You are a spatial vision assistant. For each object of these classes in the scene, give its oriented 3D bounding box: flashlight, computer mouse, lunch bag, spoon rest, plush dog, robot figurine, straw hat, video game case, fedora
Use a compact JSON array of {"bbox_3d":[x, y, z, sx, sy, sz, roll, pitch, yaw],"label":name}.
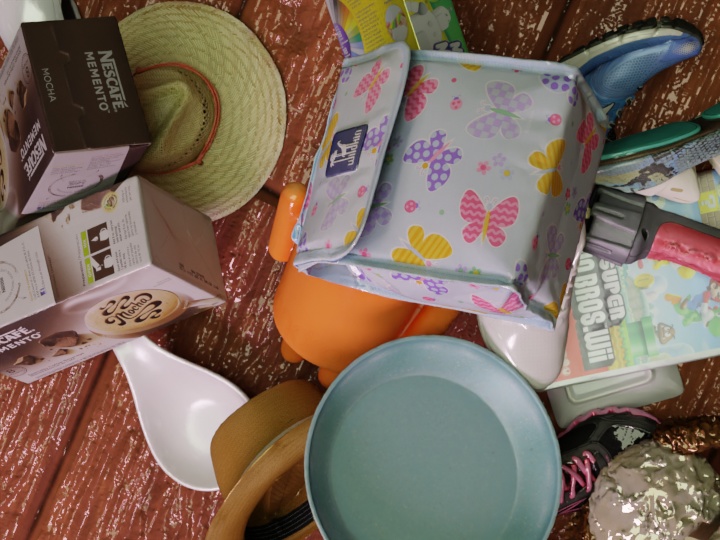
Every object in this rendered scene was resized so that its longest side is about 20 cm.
[{"bbox_3d":[0.264,-0.004,1.326,0.199,0.068,0.068,19,88,2],"label":"flashlight"},{"bbox_3d":[-0.287,-0.255,1.483,0.109,0.044,0.201,-19,90,14],"label":"computer mouse"},{"bbox_3d":[0.053,-0.063,1.236,0.199,0.127,0.170,12,77,28],"label":"lunch bag"},{"bbox_3d":[-0.160,0.095,1.473,0.099,0.061,0.200,-37,85,14],"label":"spoon rest"},{"bbox_3d":[0.246,0.204,1.322,0.172,0.160,0.200,42,104,-1],"label":"plush dog"},{"bbox_3d":[0.002,0.001,1.377,0.144,0.116,0.201,65,145,40],"label":"robot figurine"},{"bbox_3d":[-0.166,-0.123,1.439,0.200,0.085,0.202,1,96,13],"label":"straw hat"},{"bbox_3d":[0.219,0.006,1.372,0.199,0.017,0.144,-12,90,4],"label":"video game case"},{"bbox_3d":[-0.062,0.148,1.399,0.201,0.200,0.082,-45,65,13],"label":"fedora"}]

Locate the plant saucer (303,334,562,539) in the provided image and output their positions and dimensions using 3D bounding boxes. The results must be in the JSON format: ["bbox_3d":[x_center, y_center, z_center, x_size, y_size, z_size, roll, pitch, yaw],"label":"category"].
[{"bbox_3d":[0.051,0.150,1.311,0.199,0.036,0.201,3,76,-14],"label":"plant saucer"}]

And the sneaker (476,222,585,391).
[{"bbox_3d":[0.131,-0.004,1.317,0.070,0.080,0.201,-6,101,-21],"label":"sneaker"}]

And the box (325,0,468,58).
[{"bbox_3d":[0.033,-0.172,1.376,0.048,0.117,0.201,-21,92,-29],"label":"box"}]

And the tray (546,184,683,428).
[{"bbox_3d":[0.177,0.019,1.401,0.107,0.022,0.201,-18,90,16],"label":"tray"}]

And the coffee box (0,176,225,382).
[{"bbox_3d":[-0.224,0.010,1.399,0.199,0.113,0.080,-22,65,20],"label":"coffee box"}]

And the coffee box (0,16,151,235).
[{"bbox_3d":[-0.243,-0.103,1.396,0.079,0.200,0.114,-8,72,-27],"label":"coffee box"}]

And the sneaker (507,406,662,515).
[{"bbox_3d":[0.148,0.168,1.381,0.199,0.095,0.079,-20,96,15],"label":"sneaker"}]

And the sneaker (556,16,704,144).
[{"bbox_3d":[0.181,-0.129,1.367,0.199,0.079,0.089,-29,95,23],"label":"sneaker"}]

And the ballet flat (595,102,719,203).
[{"bbox_3d":[0.259,-0.088,1.324,0.199,0.074,0.075,-22,89,-7],"label":"ballet flat"}]
